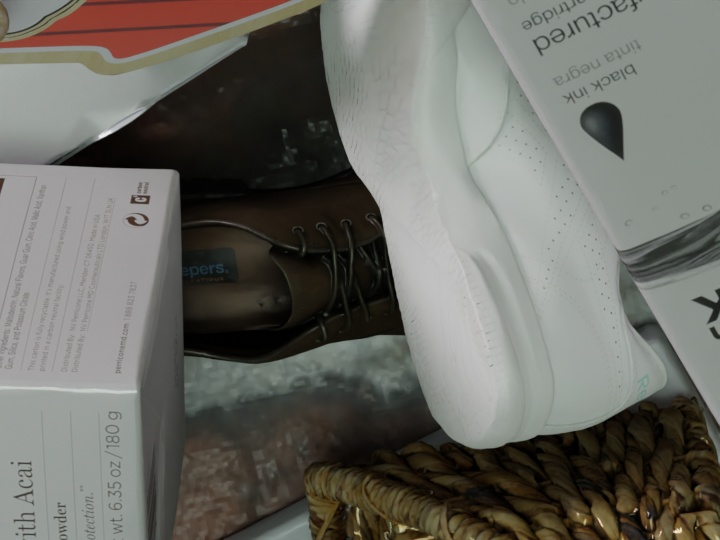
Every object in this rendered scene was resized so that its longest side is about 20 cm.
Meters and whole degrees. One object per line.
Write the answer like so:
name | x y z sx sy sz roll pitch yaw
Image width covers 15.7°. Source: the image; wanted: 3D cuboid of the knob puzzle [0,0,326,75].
knob puzzle | -0.047 -0.107 0.744 0.219 0.220 0.030 -22 63 9

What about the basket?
basket | 0.066 0.163 0.892 0.149 0.143 0.200 -10 107 5

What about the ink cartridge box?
ink cartridge box | 0.126 -0.064 0.752 0.147 0.083 0.200 -27 125 11

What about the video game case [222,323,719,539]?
video game case | 0.064 0.141 0.972 0.200 0.024 0.182 -28 105 11

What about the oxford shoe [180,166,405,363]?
oxford shoe | 0.000 0.000 0.897 0.200 0.084 0.073 -11 106 4

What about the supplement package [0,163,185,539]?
supplement package | -0.160 0.044 0.823 0.200 0.120 0.121 2 126 2

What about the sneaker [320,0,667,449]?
sneaker | 0.047 -0.045 0.853 0.088 0.075 0.200 -9 82 -27

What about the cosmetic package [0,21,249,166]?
cosmetic package | -0.128 -0.137 0.856 0.107 0.090 0.200 -29 108 10
